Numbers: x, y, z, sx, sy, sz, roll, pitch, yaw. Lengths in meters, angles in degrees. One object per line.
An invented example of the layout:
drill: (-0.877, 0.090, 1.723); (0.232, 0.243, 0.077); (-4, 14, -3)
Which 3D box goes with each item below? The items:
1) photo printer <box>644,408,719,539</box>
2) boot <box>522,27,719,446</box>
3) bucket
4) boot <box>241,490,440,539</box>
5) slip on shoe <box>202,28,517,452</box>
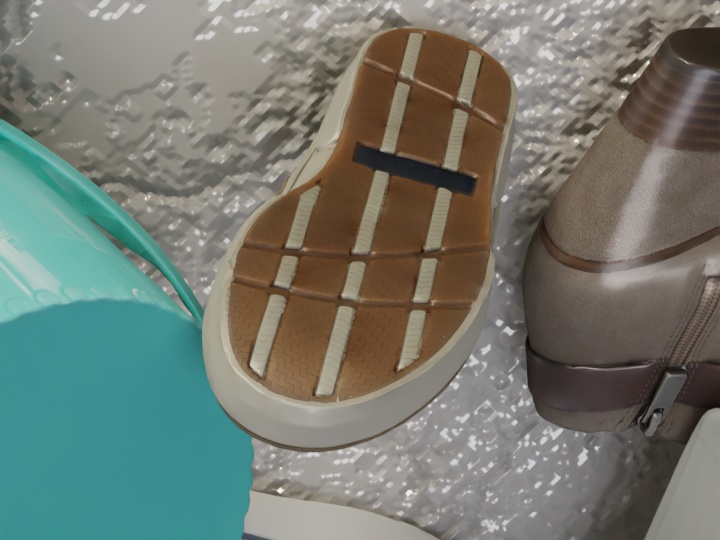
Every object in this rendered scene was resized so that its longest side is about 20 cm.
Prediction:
photo printer: (0.182, 0.142, 1.001); (0.199, 0.070, 0.167); (13, 110, -20)
boot: (0.149, -0.007, 0.974); (0.198, 0.070, 0.147); (4, 123, -16)
bucket: (-0.137, 0.055, 0.845); (0.206, 0.135, 0.208); (-27, 135, -31)
boot: (-0.035, 0.128, 1.001); (0.199, 0.073, 0.091); (22, 124, -21)
slip on shoe: (0.000, 0.000, 0.863); (0.076, 0.200, 0.061); (18, 124, 0)
